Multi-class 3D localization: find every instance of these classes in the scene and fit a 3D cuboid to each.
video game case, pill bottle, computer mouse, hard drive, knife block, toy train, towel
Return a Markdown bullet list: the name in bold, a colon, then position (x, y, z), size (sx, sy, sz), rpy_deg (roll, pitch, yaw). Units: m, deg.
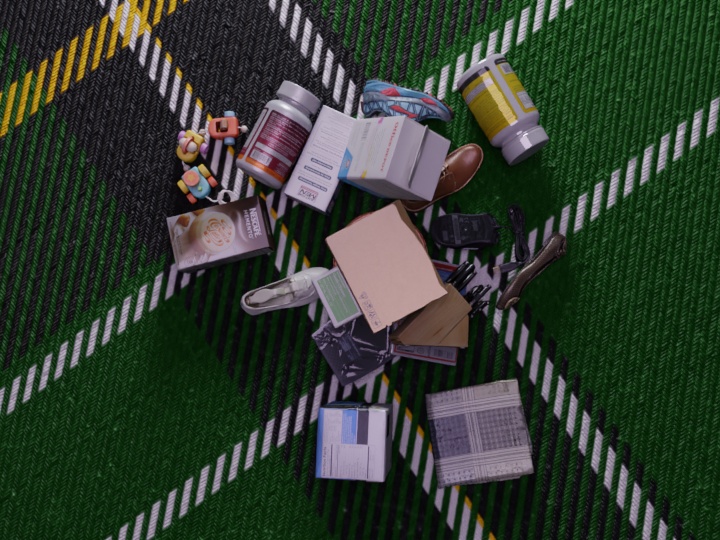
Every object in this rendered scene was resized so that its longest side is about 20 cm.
- **video game case**: position (0.138, 0.079, 1.723), size (0.141, 0.017, 0.203), rpy_deg (12, 81, -16)
- **pill bottle**: position (-0.166, -0.279, 1.772), size (0.109, 0.110, 0.201), rpy_deg (28, 87, 7)
- **computer mouse**: position (0.244, -0.052, 1.740), size (0.197, 0.046, 0.142), rpy_deg (-9, 71, -6)
- **hard drive**: position (0.015, 0.127, 1.735), size (0.199, 0.042, 0.136), rpy_deg (-33, 94, -2)
- **pill bottle**: position (0.289, -0.322, 1.733), size (0.114, 0.114, 0.201), rpy_deg (-29, 82, 1)
- **knife block**: position (0.158, 0.063, 1.688), size (0.198, 0.064, 0.178), rpy_deg (3, 83, -17)
- **toy train**: position (-0.318, -0.239, 1.809), size (0.148, 0.056, 0.203), rpy_deg (2, 84, 6)
- **towel**: position (0.238, 0.325, 1.716), size (0.197, 0.035, 0.195), rpy_deg (-10, 80, 6)

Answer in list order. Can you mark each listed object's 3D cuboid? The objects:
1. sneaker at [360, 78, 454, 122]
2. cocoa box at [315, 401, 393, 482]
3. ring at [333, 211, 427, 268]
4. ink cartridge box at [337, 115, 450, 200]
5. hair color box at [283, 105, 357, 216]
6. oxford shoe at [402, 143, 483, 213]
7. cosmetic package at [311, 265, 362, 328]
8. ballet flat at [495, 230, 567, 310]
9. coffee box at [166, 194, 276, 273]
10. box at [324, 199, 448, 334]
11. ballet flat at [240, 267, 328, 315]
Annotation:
- **sneaker**: position (0.095, -0.326, 1.780), size (0.198, 0.079, 0.097), rpy_deg (19, 95, 15)
- **cocoa box**: position (-0.009, 0.323, 1.649), size (0.129, 0.200, 0.135), rpy_deg (2, 85, 6)
- **ring**: position (0.041, -0.024, 1.772), size (0.198, 0.019, 0.203), rpy_deg (0, 84, 4)
- **ink cartridge box**: position (0.070, -0.216, 1.683), size (0.124, 0.199, 0.130), rpy_deg (21, 85, -34)
- **hair color box**: position (-0.071, -0.226, 1.782), size (0.099, 0.061, 0.202), rpy_deg (24, 86, 7)
- **oxford shoe**: position (0.171, -0.190, 1.753), size (0.199, 0.071, 0.072), rpy_deg (-39, 81, -1)
- **cosmetic package**: position (0.015, 0.021, 1.658), size (0.199, 0.085, 0.108), rpy_deg (-29, 87, -4)
- **ballet flat**: position (0.345, 0.007, 1.721), size (0.046, 0.067, 0.200), rpy_deg (40, 83, 12)
- **coffee box**: position (-0.285, -0.074, 1.776), size (0.198, 0.080, 0.116), rpy_deg (-15, 83, 3)
- **box**: position (0.049, -0.008, 1.608), size (0.162, 0.021, 0.202), rpy_deg (-27, 86, -4)
- **ballet flat**: position (-0.152, 0.044, 1.759), size (0.198, 0.069, 0.070), rpy_deg (-18, 83, 3)
